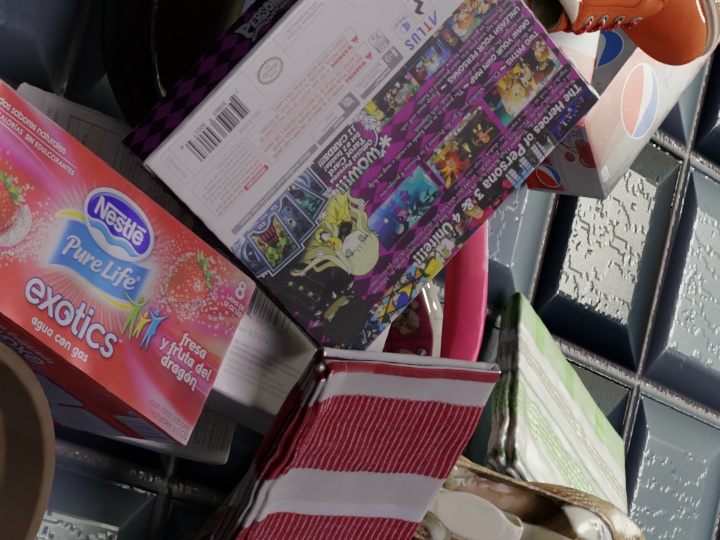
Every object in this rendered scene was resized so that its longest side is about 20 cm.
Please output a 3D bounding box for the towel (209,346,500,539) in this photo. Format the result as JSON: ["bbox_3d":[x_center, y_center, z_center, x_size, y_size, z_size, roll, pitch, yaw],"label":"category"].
[{"bbox_3d":[-0.015,0.131,1.545,0.144,0.023,0.201,6,120,-46],"label":"towel"}]

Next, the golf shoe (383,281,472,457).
[{"bbox_3d":[0.029,0.051,1.752,0.092,0.075,0.201,-54,145,-47],"label":"golf shoe"}]

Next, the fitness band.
[{"bbox_3d":[0.000,0.000,1.651,0.143,0.037,0.201,2,91,-12],"label":"fitness band"}]

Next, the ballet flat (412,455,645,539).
[{"bbox_3d":[0.090,0.153,1.688,0.199,0.065,0.071,18,96,-24],"label":"ballet flat"}]

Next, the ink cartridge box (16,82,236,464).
[{"bbox_3d":[-0.135,0.004,1.533,0.199,0.050,0.162,20,80,-41],"label":"ink cartridge box"}]

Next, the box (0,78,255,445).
[{"bbox_3d":[-0.161,-0.004,1.406,0.200,0.102,0.095,39,65,-38],"label":"box"}]

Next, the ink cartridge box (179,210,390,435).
[{"bbox_3d":[-0.034,-0.018,1.551,0.117,0.067,0.201,29,75,-42],"label":"ink cartridge box"}]

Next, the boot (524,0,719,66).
[{"bbox_3d":[0.141,-0.168,1.720,0.200,0.075,0.108,46,63,-40],"label":"boot"}]

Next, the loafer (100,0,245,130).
[{"bbox_3d":[-0.089,-0.157,1.509,0.073,0.071,0.201,-3,89,-53],"label":"loafer"}]

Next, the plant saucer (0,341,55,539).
[{"bbox_3d":[-0.233,0.111,1.368,0.199,0.029,0.201,-25,131,-32],"label":"plant saucer"}]

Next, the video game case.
[{"bbox_3d":[0.004,-0.076,1.463,0.200,0.036,0.181,-47,127,-4],"label":"video game case"}]

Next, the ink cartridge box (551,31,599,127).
[{"bbox_3d":[0.086,-0.200,1.762,0.145,0.082,0.201,14,85,-55],"label":"ink cartridge box"}]

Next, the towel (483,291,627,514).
[{"bbox_3d":[0.123,0.121,1.829,0.150,0.031,0.200,56,20,-23],"label":"towel"}]

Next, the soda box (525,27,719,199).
[{"bbox_3d":[0.173,-0.137,1.917,0.200,0.063,0.070,-52,136,-37],"label":"soda box"}]

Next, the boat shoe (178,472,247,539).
[{"bbox_3d":[-0.056,0.140,1.648,0.200,0.073,0.063,-46,127,-55],"label":"boat shoe"}]

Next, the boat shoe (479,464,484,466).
[{"bbox_3d":[0.098,0.166,1.859,0.065,0.074,0.202,-49,163,13],"label":"boat shoe"}]
